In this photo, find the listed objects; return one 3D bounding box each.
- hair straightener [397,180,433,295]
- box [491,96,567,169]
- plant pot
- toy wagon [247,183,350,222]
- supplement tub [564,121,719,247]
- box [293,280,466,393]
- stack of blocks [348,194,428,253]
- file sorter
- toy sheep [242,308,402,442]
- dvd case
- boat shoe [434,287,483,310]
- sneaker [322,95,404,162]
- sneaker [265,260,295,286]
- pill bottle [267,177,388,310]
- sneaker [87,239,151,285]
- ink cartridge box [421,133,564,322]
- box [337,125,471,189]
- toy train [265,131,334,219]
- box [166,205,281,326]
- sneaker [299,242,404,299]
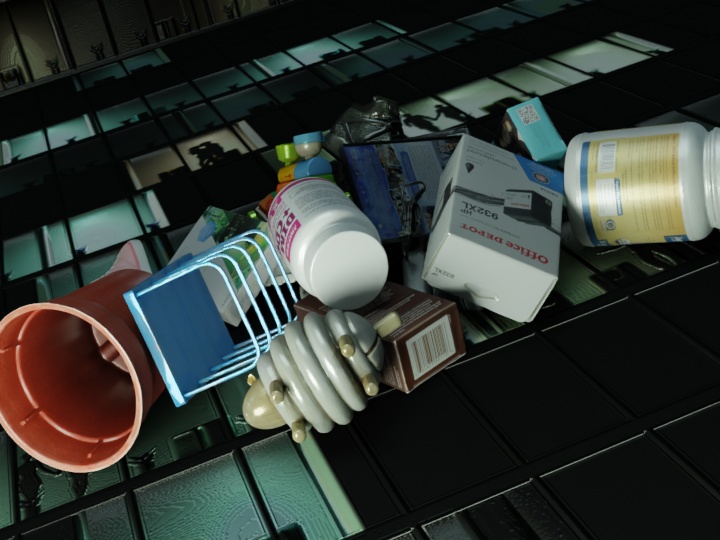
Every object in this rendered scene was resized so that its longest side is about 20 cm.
[{"bbox_3d":[0.071,-0.035,1.462,0.040,0.077,0.203,-3,57,10],"label":"hair straightener"},{"bbox_3d":[0.212,-0.142,1.575,0.049,0.083,0.201,-22,-19,-15],"label":"box"},{"bbox_3d":[-0.302,0.100,1.379,0.198,0.204,0.195,-6,17,20],"label":"plant pot"},{"bbox_3d":[-0.103,-0.102,1.863,0.153,0.040,0.200,-21,25,-13],"label":"toy wagon"},{"bbox_3d":[0.366,-0.107,1.467,0.197,0.147,0.145,-3,26,25],"label":"supplement tub"},{"bbox_3d":[0.020,0.068,1.384,0.099,0.076,0.199,-29,29,-29],"label":"box"},{"bbox_3d":[0.064,-0.075,1.680,0.198,0.059,0.115,3,30,36],"label":"stack of blocks"},{"bbox_3d":[-0.163,0.045,1.377,0.121,0.140,0.200,-22,8,15],"label":"file sorter"},{"bbox_3d":[-0.039,0.107,1.257,0.198,0.139,0.138,-28,24,0],"label":"toy sheep"},{"bbox_3d":[0.077,-0.110,1.566,0.197,0.145,0.018,-7,-21,-27],"label":"dvd case"},{"bbox_3d":[0.141,-0.015,1.502,0.067,0.073,0.201,-2,34,23],"label":"boat shoe"},{"bbox_3d":[0.045,-0.174,1.638,0.198,0.076,0.115,35,93,30],"label":"sneaker"},{"bbox_3d":[-0.101,-0.030,1.657,0.197,0.082,0.077,-9,26,16],"label":"sneaker"},{"bbox_3d":[-0.039,-0.033,1.407,0.112,0.115,0.200,-19,24,-10],"label":"pill bottle"},{"bbox_3d":[-0.354,0.018,1.703,0.103,0.076,0.200,-14,28,-12],"label":"sneaker"},{"bbox_3d":[0.164,-0.054,1.419,0.143,0.084,0.202,21,42,-7],"label":"ink cartridge box"},{"bbox_3d":[0.079,-0.153,1.754,0.197,0.051,0.158,-10,-12,13],"label":"box"},{"bbox_3d":[-0.102,-0.130,1.689,0.084,0.118,0.199,-8,2,-31],"label":"toy train"},{"bbox_3d":[-0.194,-0.011,1.645,0.199,0.036,0.145,17,70,49],"label":"box"},{"bbox_3d":[0.000,0.000,1.541,0.075,0.080,0.200,16,44,40],"label":"sneaker"}]
